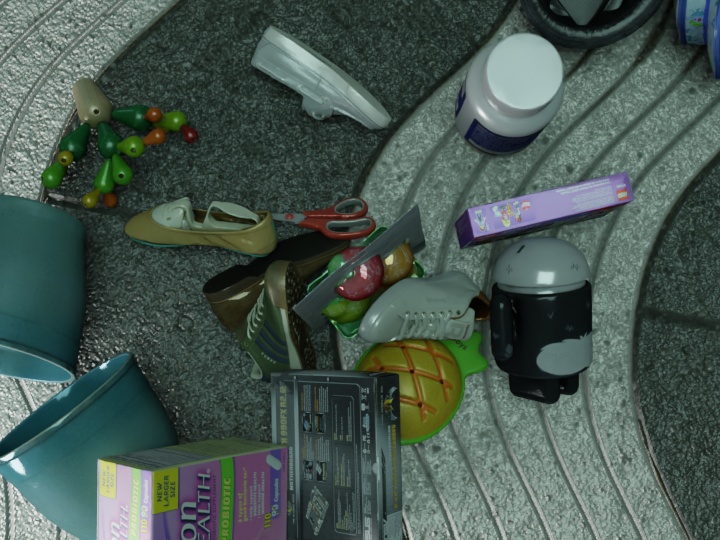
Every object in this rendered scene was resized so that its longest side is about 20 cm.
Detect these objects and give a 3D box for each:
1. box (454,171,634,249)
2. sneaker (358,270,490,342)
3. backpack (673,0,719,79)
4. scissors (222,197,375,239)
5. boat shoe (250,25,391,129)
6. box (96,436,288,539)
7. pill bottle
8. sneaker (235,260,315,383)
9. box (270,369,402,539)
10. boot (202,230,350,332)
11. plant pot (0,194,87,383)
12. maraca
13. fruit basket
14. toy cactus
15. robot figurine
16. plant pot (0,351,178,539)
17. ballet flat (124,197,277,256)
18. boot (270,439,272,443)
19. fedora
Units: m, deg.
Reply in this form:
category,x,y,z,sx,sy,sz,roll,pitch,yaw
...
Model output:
category,x,y,z,sx,sy,sz,roll,pitch,yaw
box,0.224,-0.073,1.193,0.199,0.137,0.039,-13,86,-2
sneaker,0.088,0.053,1.157,0.199,0.073,0.085,-19,48,-41
backpack,0.472,-0.346,1.201,0.146,0.183,0.201,-1,83,22
scissors,-0.080,-0.063,1.231,0.199,0.014,0.073,-4,48,-1
boat shoe,-0.054,-0.235,1.241,0.200,0.072,0.069,34,107,-5
box,-0.181,0.287,1.053,0.096,0.199,0.177,1,89,40
pill bottle,0.184,-0.216,1.172,0.119,0.200,0.120,0,86,-1
sneaker,-0.114,0.071,1.169,0.089,0.201,0.067,2,42,12
box,-0.029,0.216,1.091,0.158,0.048,0.201,-3,87,38
boot,-0.098,0.012,1.230,0.199,0.074,0.076,-26,115,-7
plant pot,-0.422,0.019,1.161,0.199,0.200,0.189,10,70,0
maraca,0.072,0.131,1.195,0.137,0.107,0.200,41,66,12
fruit basket,0.000,0.000,1.156,0.185,0.200,0.094,-40,71,-3
toy cactus,-0.321,-0.175,1.230,0.199,0.102,0.165,-30,68,0
robot figurine,0.223,0.059,1.180,0.124,0.150,0.201,-2,102,8
plant pot,-0.300,0.232,1.138,0.200,0.200,0.188,-35,102,-3
ballet flat,-0.203,-0.064,1.216,0.199,0.069,0.063,6,127,1
boot,-0.027,0.265,1.150,0.174,0.069,0.201,-19,82,40
fedora,0.304,-0.373,1.234,0.199,0.092,0.202,-1,87,13
